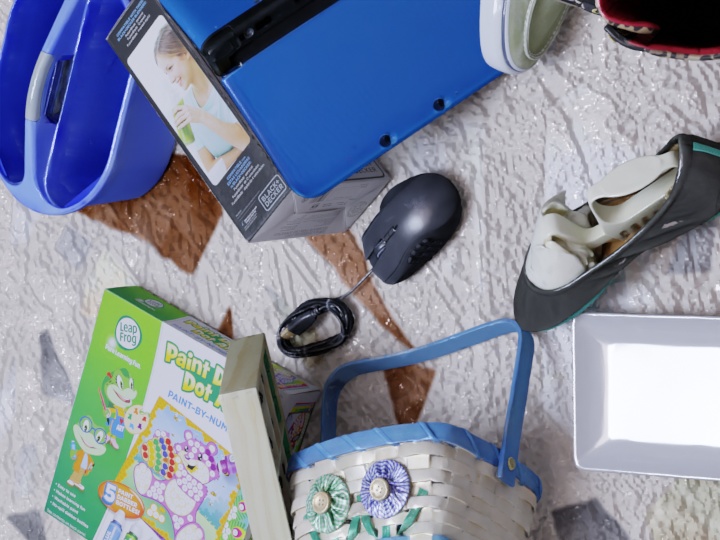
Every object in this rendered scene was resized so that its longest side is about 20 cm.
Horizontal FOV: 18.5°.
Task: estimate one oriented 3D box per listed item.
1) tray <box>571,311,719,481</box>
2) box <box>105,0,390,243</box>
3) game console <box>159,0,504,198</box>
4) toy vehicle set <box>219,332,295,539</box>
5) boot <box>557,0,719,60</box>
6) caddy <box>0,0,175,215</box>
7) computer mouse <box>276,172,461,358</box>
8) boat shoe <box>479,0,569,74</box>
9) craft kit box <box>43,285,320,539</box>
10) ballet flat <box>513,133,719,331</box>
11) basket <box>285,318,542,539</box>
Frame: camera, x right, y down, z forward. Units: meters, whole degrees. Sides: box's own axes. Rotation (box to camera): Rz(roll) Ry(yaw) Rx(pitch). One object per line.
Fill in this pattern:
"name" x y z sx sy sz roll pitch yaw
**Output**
"tray" 0.228 0.083 1.437 0.199 0.022 0.108 1 93 36
"box" -0.082 -0.118 1.597 0.060 0.116 0.200 -48 67 32
"game console" -0.013 -0.177 1.540 0.200 0.119 0.171 -33 38 -5
"toy vehicle set" -0.062 0.157 1.564 0.026 0.124 0.201 -11 106 4
"boot" 0.167 -0.179 1.356 0.199 0.151 0.073 21 106 10
"caddy" -0.216 -0.141 1.698 0.141 0.105 0.201 25 108 34
"computer mouse" 0.000 0.000 1.593 0.200 0.034 0.059 -46 68 30
"boat shoe" 0.134 -0.223 1.458 0.062 0.072 0.201 24 104 35
"craft kit box" -0.141 0.140 1.702 0.200 0.048 0.198 27 105 32
"ballet flat" 0.159 -0.032 1.451 0.200 0.068 0.068 -38 42 30
"basket" 0.040 0.138 1.520 0.176 0.139 0.201 -20 47 35
